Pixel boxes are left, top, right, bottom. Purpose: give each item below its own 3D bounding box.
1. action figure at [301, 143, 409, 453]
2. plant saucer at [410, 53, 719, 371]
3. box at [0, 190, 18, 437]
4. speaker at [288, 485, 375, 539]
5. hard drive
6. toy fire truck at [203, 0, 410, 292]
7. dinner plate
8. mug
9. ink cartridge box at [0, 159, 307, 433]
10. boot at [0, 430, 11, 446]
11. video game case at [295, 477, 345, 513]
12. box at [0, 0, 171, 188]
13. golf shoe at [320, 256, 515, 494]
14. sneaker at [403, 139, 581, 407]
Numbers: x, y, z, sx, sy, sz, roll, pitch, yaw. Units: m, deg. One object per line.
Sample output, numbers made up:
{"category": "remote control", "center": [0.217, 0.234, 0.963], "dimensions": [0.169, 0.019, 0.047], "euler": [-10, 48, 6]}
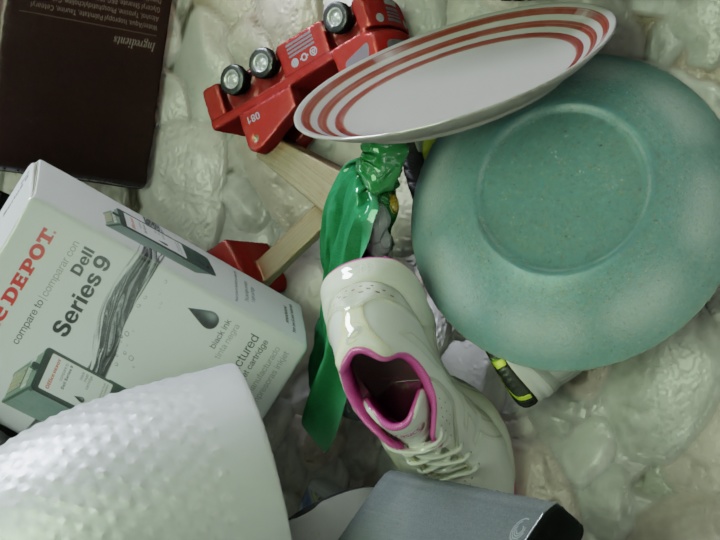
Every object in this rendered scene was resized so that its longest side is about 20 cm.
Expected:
{"category": "action figure", "center": [0.000, 0.000, 1.499], "dimensions": [0.118, 0.055, 0.200], "euler": [-102, 18, -49]}
{"category": "plant saucer", "center": [0.121, -0.042, 1.430], "dimensions": [0.200, 0.039, 0.202], "euler": [-6, 68, 15]}
{"category": "box", "center": [-0.228, 0.049, 1.629], "dimensions": [0.200, 0.086, 0.164], "euler": [25, 104, -9]}
{"category": "speaker", "center": [0.019, 0.236, 1.480], "dimensions": [0.081, 0.081, 0.200], "euler": [-38, 67, 28]}
{"category": "hard drive", "center": [0.031, 0.183, 1.361], "dimensions": [0.140, 0.033, 0.200], "euler": [-54, 21, -15]}
{"category": "toy fire truck", "center": [-0.039, -0.076, 1.590], "dimensions": [0.200, 0.049, 0.141], "euler": [-28, 72, 30]}
{"category": "dinner plate", "center": [0.058, -0.112, 1.447], "dimensions": [0.200, 0.200, 0.024], "euler": [-6, 112, 35]}
{"category": "mug", "center": [-0.133, 0.164, 1.422], "dimensions": [0.148, 0.175, 0.200], "euler": [88, 164, -47]}
{"category": "ink cartridge box", "center": [-0.156, 0.046, 1.540], "dimensions": [0.146, 0.200, 0.084], "euler": [-58, 14, 14]}
{"category": "boot", "center": [-0.228, 0.161, 1.565], "dimensions": [0.182, 0.200, 0.073], "euler": [-39, 36, 45]}
{"category": "video game case", "center": [0.010, 0.257, 1.547], "dimensions": [0.200, 0.022, 0.183], "euler": [30, 104, 34]}
{"category": "box", "center": [-0.243, -0.170, 1.672], "dimensions": [0.166, 0.164, 0.201], "euler": [9, 92, 36]}
{"category": "golf shoe", "center": [0.032, 0.089, 1.447], "dimensions": [0.075, 0.200, 0.092], "euler": [-23, 30, 18]}
{"category": "sneaker", "center": [0.086, -0.013, 1.494], "dimensions": [0.076, 0.075, 0.200], "euler": [-27, 67, 2]}
